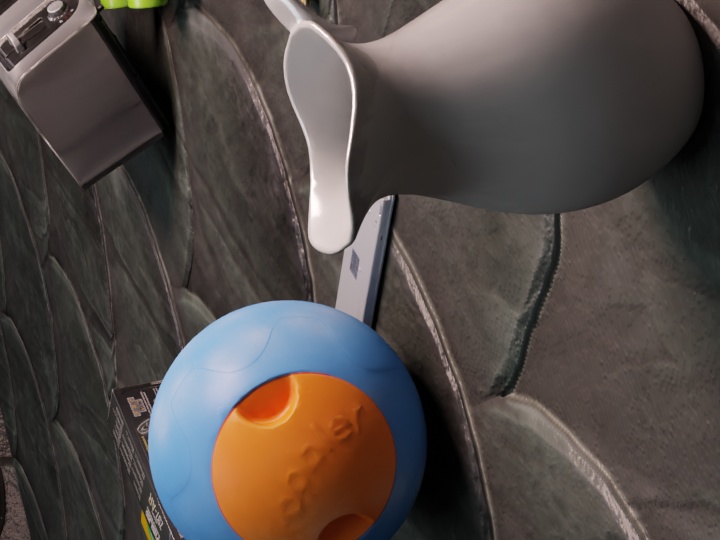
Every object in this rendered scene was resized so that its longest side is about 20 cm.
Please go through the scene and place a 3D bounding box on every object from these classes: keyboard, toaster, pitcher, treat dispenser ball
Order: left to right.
[{"bbox_3d":[-0.291,-0.198,1.690,0.181,0.118,0.200,48,172,44],"label":"toaster"},{"bbox_3d":[-0.052,0.123,1.218,0.201,0.199,0.203,168,90,-68],"label":"treat dispenser ball"},{"bbox_3d":[0.000,0.000,1.289,0.201,0.011,0.056,100,155,-43],"label":"keyboard"},{"bbox_3d":[0.055,-0.106,0.832,0.121,0.198,0.173,134,122,-64],"label":"pitcher"}]

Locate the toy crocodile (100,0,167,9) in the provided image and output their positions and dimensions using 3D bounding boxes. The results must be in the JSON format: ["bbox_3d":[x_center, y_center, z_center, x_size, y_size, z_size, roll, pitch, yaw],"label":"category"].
[{"bbox_3d":[-0.205,-0.283,1.597,0.200,0.061,0.068,16,117,61],"label":"toy crocodile"}]

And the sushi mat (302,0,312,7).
[{"bbox_3d":[-0.051,-0.301,1.251,0.096,0.012,0.201,-127,32,-45],"label":"sushi mat"}]

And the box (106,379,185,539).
[{"bbox_3d":[-0.109,0.173,1.441,0.201,0.159,0.044,59,147,37],"label":"box"}]

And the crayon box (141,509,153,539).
[{"bbox_3d":[-0.174,0.291,1.807,0.173,0.058,0.201,101,150,-47],"label":"crayon box"}]
